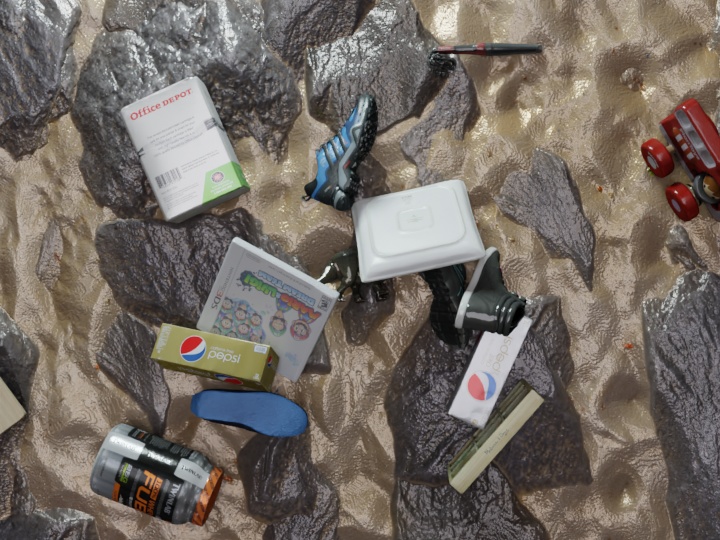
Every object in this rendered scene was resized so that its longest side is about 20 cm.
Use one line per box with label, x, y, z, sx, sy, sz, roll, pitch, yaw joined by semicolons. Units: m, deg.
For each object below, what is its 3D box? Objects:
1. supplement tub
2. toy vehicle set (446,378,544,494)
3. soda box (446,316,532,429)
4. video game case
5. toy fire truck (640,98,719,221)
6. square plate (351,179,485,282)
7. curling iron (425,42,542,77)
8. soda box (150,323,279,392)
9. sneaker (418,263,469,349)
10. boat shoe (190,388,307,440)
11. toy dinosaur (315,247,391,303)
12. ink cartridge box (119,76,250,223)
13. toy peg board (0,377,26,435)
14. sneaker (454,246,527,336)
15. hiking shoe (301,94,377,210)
supplement tub;-0.337;0.345;1.499;0.198;0.123;0.124;20;91;3
toy vehicle set;0.217;0.268;1.468;0.026;0.124;0.200;41;92;2
soda box;0.213;0.158;1.499;0.068;0.064;0.202;24;92;3
video game case;-0.157;0.068;1.505;0.199;0.024;0.183;28;114;2
toy fire truck;0.544;-0.169;1.427;0.111;0.168;0.201;-30;89;3
square plate;0.087;-0.074;1.455;0.198;0.199;0.029;-11;133;3
curling iron;0.208;-0.363;1.516;0.198;0.026;0.050;-9;111;-2
soda box;-0.241;0.145;1.495;0.198;0.068;0.065;11;70;14
sneaker;0.153;0.034;1.494;0.075;0.079;0.202;2;115;43
boat shoe;-0.184;0.231;1.520;0.198;0.069;0.085;16;83;2
toy dinosaur;0.000;0.000;1.514;0.198;0.077;0.103;-9;77;8
ink cartridge box;-0.293;-0.201;1.512;0.144;0.084;0.202;-23;89;2
toy peg board;-0.709;0.231;1.545;0.199;0.098;0.201;-37;89;-13
sneaker;0.222;0.039;1.444;0.098;0.200;0.071;18;129;11
hiking shoe;-0.033;-0.204;1.497;0.086;0.074;0.202;17;83;15
